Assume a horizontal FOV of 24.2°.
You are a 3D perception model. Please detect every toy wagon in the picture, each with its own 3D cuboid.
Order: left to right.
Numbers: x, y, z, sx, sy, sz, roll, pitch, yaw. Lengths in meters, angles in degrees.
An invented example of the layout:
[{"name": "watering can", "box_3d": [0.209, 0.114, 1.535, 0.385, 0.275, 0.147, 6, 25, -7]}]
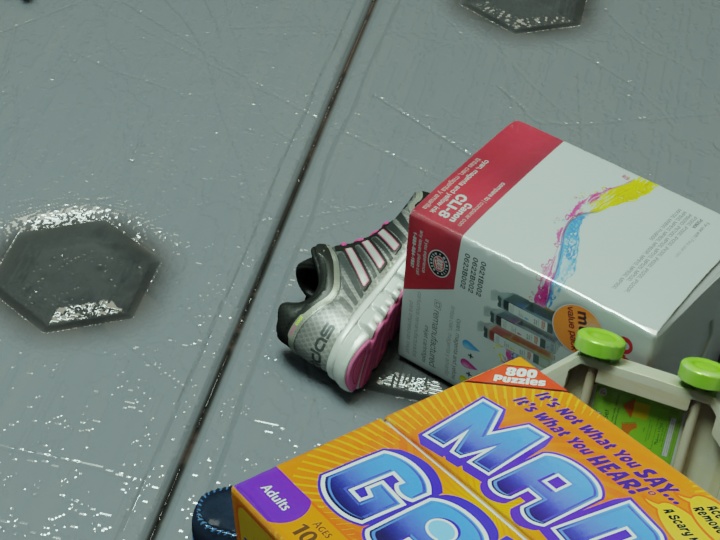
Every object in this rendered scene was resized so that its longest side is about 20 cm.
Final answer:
[{"name": "toy wagon", "box_3d": [0.149, 0.115, 1.091, 0.200, 0.155, 0.040, 17, 16, 15]}]

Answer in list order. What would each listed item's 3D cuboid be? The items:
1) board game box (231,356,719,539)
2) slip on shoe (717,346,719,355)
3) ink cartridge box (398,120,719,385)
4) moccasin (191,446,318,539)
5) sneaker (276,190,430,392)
[{"name": "board game box", "box_3d": [0.071, 0.206, 0.918, 0.200, 0.200, 0.200, -22, 37, -27]}, {"name": "slip on shoe", "box_3d": [0.341, 0.085, 1.205, 0.200, 0.061, 0.074, 21, 21, 34]}, {"name": "ink cartridge box", "box_3d": [0.150, 0.018, 1.200, 0.200, 0.145, 0.145, 27, 46, 25]}, {"name": "moccasin", "box_3d": [-0.010, 0.152, 1.095, 0.200, 0.068, 0.081, -1, 42, -5]}, {"name": "sneaker", "box_3d": [0.000, 0.000, 1.260, 0.087, 0.074, 0.200, 23, 50, 12]}]
